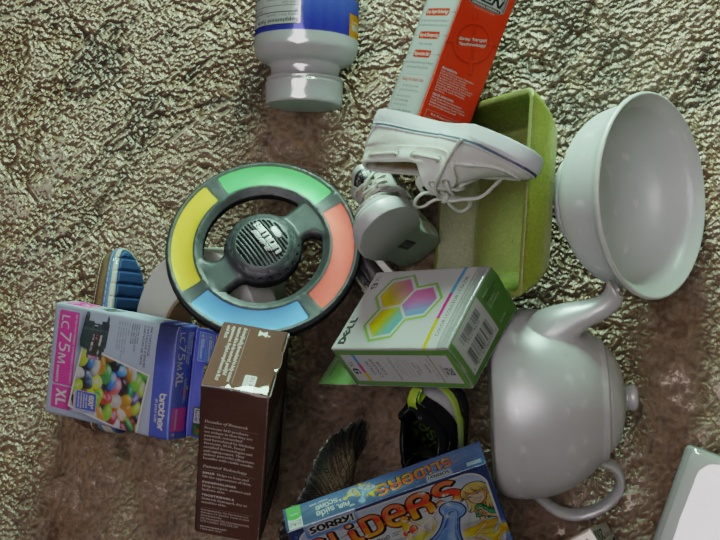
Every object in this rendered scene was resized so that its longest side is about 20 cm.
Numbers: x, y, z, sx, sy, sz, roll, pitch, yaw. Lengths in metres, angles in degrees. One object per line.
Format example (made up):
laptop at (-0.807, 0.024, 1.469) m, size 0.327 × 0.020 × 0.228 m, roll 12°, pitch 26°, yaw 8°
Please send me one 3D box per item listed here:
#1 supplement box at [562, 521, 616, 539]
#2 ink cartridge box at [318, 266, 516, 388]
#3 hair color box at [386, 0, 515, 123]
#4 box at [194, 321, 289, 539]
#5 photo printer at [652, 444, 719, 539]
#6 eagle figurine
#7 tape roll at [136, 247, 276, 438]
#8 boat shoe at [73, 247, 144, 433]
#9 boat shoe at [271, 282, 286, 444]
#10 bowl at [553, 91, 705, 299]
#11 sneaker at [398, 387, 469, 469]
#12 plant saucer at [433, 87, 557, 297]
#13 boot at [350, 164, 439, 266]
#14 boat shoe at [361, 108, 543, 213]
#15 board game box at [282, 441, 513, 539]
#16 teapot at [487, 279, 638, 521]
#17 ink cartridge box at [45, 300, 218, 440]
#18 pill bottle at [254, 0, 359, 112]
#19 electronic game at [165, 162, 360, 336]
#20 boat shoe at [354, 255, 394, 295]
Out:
supplement box at (0.165, 0.326, 1.624) m, size 0.199 × 0.126 × 0.074 m, roll -30°, pitch 78°, yaw 10°
ink cartridge box at (0.041, 0.056, 1.594) m, size 0.199 × 0.059 × 0.104 m, roll -3°, pitch 44°, yaw 42°
hair color box at (0.084, -0.199, 1.693) m, size 0.061 × 0.101 × 0.201 m, roll 19°, pitch 92°, yaw -20°
box at (-0.118, 0.162, 1.623) m, size 0.074 × 0.100 × 0.201 m, roll 11°, pitch 127°, yaw 3°
photo printer at (0.362, 0.291, 1.601) m, size 0.165 × 0.069 × 0.201 m, roll 21°, pitch 91°, yaw 16°
eagle figurine at (-0.029, 0.269, 1.684) m, size 0.200 × 0.152 × 0.151 m, roll -39°, pitch 57°, yaw 14°
tape roll at (-0.161, 0.076, 1.734) m, size 0.202 × 0.037 × 0.204 m, roll 1°, pitch 92°, yaw 41°
boat shoe at (-0.285, 0.075, 1.795) m, size 0.072 × 0.072 × 0.202 m, roll 1°, pitch 82°, yaw 24°
boat shoe at (-0.111, 0.089, 1.749) m, size 0.057 × 0.067 × 0.202 m, roll 0°, pitch 89°, yaw 11°
bowl at (0.251, -0.071, 1.616) m, size 0.090 × 0.200 × 0.203 m, roll -1°, pitch 85°, yaw 41°
sneaker at (0.064, 0.200, 1.615) m, size 0.071 × 0.083 × 0.201 m, roll 7°, pitch 114°, yaw 34°
plant saucer at (0.140, -0.070, 1.653) m, size 0.048 × 0.199 × 0.202 m, roll 5°, pitch 87°, yaw -22°
boot at (0.016, -0.065, 1.657) m, size 0.073 × 0.200 × 0.096 m, roll -37°, pitch 74°, yaw 5°
boat shoe at (0.078, -0.094, 1.563) m, size 0.201 × 0.075 × 0.087 m, roll 17°, pitch 80°, yaw 37°
board game box at (0.040, 0.253, 1.578) m, size 0.199 × 0.035 × 0.136 m, roll -20°, pitch 124°, yaw 2°
teapot at (0.199, 0.132, 1.608) m, size 0.145 × 0.200 × 0.199 m, roll -2°, pitch 72°, yaw 2°
ink cartridge box at (-0.238, 0.105, 1.713) m, size 0.199 × 0.042 × 0.120 m, roll 9°, pitch 95°, yaw 28°
pill bottle at (-0.056, -0.273, 1.738) m, size 0.111 × 0.112 × 0.202 m, roll 0°, pitch 86°, yaw 15°
electronic game at (-0.099, -0.021, 1.663) m, size 0.198 × 0.042 × 0.201 m, roll -1°, pitch 62°, yaw 2°
boat shoe at (0.000, 0.000, 1.725) m, size 0.060 × 0.074 × 0.200 m, roll -45°, pitch 84°, yaw 3°
